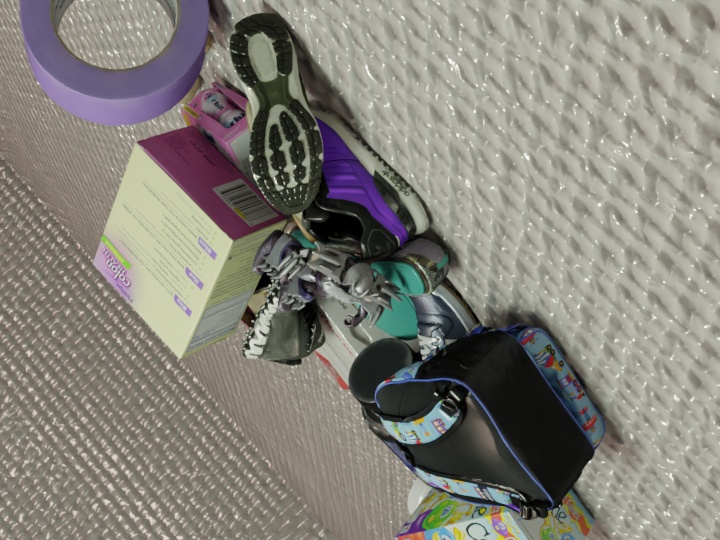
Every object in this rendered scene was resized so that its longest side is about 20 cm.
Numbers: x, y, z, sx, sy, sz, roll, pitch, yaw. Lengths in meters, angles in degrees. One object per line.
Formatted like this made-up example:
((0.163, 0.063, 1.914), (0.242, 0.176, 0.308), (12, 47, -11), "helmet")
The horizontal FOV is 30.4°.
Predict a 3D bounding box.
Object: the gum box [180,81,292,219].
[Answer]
((-0.136, -0.129, 1.622), (0.113, 0.066, 0.201), (35, 157, 43), "gum box")

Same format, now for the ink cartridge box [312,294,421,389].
((-0.011, 0.070, 1.684), (0.147, 0.083, 0.200), (53, 165, -5), "ink cartridge box")

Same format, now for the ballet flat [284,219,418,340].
((0.000, 0.000, 1.512), (0.200, 0.068, 0.067), (41, -157, -13), "ballet flat")

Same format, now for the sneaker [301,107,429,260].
((-0.030, -0.085, 1.354), (0.200, 0.099, 0.070), (43, 160, 27), "sneaker")

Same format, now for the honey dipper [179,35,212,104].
((-0.205, -0.247, 1.618), (0.038, 0.038, 0.200), (52, 162, -3), "honey dipper")

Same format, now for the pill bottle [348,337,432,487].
((0.070, 0.167, 1.557), (0.112, 0.112, 0.200), (35, 169, 46), "pill bottle")

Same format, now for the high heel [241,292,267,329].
((-0.143, 0.031, 1.673), (0.200, 0.067, 0.096), (41, -174, -17), "high heel")

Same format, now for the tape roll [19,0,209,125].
((-0.264, -0.265, 1.432), (0.200, 0.200, 0.085), (50, 164, 4), "tape roll")

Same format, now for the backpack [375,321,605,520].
((0.118, 0.149, 1.330), (0.183, 0.135, 0.200), (53, 152, -14), "backpack")

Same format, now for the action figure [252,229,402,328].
((-0.038, 0.011, 1.371), (0.130, 0.070, 0.200), (42, 165, -26), "action figure")

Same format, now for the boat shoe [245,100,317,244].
((-0.068, -0.120, 1.460), (0.201, 0.065, 0.072), (62, -174, 33), "boat shoe")

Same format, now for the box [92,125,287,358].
((-0.205, -0.034, 1.568), (0.176, 0.096, 0.201), (44, 129, 20), "box")

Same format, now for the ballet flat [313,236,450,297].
((0.025, -0.009, 1.410), (0.200, 0.072, 0.072), (5, 133, 51), "ballet flat")

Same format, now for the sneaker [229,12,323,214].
((-0.077, -0.156, 1.341), (0.089, 0.076, 0.201), (8, -108, -83), "sneaker")

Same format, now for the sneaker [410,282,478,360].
((0.085, 0.104, 1.440), (0.201, 0.108, 0.070), (57, 163, -20), "sneaker")

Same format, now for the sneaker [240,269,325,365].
((-0.078, 0.055, 1.577), (0.090, 0.067, 0.200), (20, 144, -7), "sneaker")

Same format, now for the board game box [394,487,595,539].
((0.156, 0.306, 1.563), (0.200, 0.103, 0.105), (-26, 104, 47), "board game box")

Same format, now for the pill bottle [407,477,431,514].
((0.156, 0.344, 1.765), (0.200, 0.119, 0.120), (33, 157, 49), "pill bottle")

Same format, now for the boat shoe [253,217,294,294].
((-0.089, -0.017, 1.592), (0.199, 0.060, 0.072), (-17, 129, 37), "boat shoe")
